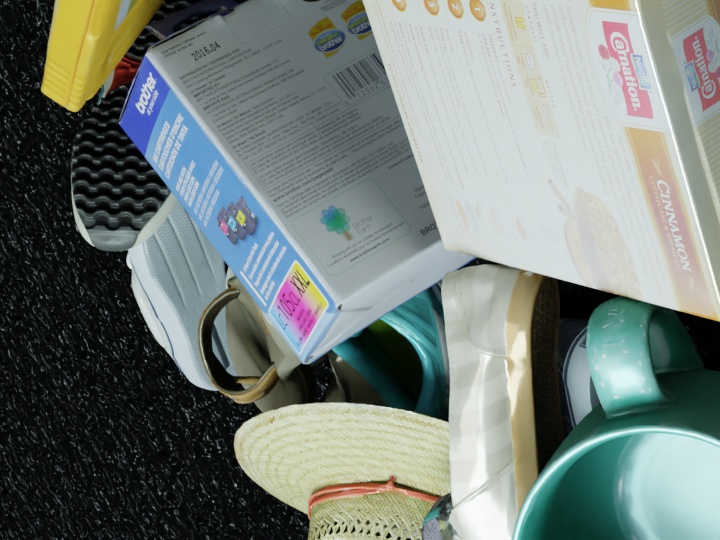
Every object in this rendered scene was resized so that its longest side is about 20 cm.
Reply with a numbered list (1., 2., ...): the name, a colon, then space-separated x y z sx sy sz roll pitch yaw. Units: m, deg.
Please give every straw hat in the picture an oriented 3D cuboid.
1. straw hat: 0.017 0.154 1.212 0.199 0.086 0.201 9 153 5

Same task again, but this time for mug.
1. mug: 0.160 0.110 0.992 0.151 0.114 0.186 23 114 15

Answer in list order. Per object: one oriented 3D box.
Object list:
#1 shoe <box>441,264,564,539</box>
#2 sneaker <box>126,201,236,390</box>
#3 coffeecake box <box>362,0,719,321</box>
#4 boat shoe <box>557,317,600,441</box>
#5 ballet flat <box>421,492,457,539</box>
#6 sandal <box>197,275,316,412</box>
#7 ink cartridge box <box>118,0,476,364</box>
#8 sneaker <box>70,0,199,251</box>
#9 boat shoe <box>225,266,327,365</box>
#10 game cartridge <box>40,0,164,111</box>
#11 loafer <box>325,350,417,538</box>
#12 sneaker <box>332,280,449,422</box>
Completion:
1. shoe: 0.070 0.091 1.057 0.053 0.070 0.202 3 107 17
2. sneaker: -0.130 -0.006 1.438 0.071 0.073 0.201 29 141 40
3. coffeecake box: 0.100 -0.075 0.961 0.199 0.073 0.155 17 132 54
4. boat shoe: 0.128 0.114 1.127 0.091 0.070 0.202 14 122 56
5. ballet flat: 0.108 0.180 1.168 0.200 0.072 0.072 39 161 -23
6. sandal: -0.064 0.044 1.230 0.081 0.054 0.200 57 168 10
7. ink cartridge box: -0.030 -0.072 1.122 0.201 0.136 0.076 53 148 11
8. sneaker: -0.124 -0.081 1.269 0.094 0.070 0.201 85 -173 -55
9. boat shoe: -0.048 -0.030 1.285 0.071 0.061 0.203 0 131 14
10. game cartridge: -0.095 -0.189 1.076 0.032 0.177 0.200 30 150 3
11. loafer: 0.000 0.103 1.304 0.076 0.068 0.201 -92 -9 -54
12. sneaker: 0.000 0.000 1.190 0.077 0.080 0.201 -30 98 37
